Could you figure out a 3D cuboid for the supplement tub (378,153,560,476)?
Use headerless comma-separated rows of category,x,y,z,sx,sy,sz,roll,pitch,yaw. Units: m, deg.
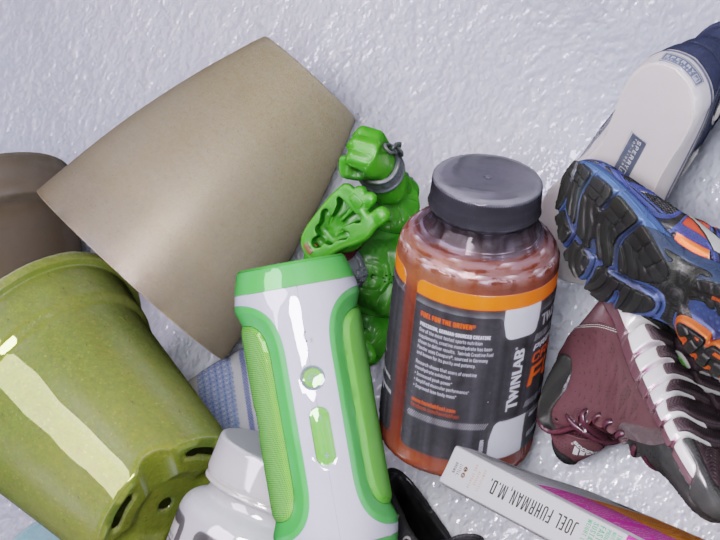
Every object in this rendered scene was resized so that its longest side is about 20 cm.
supplement tub,0.071,0.028,1.528,0.107,0.107,0.200,40,134,44

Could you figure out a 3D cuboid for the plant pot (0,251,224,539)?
plant pot,-0.191,0.120,1.718,0.184,0.200,0.200,41,103,33

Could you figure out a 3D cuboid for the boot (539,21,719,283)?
boot,0.191,-0.075,1.549,0.073,0.090,0.200,45,135,13

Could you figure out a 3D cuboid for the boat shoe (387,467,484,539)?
boat shoe,0.058,0.199,1.565,0.066,0.070,0.200,-58,38,11

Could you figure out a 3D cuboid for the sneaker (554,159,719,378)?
sneaker,0.202,-0.002,1.476,0.200,0.078,0.075,43,130,24

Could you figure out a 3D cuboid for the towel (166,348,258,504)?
towel,-0.075,0.123,1.743,0.200,0.024,0.147,-31,55,30

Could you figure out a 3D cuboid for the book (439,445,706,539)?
book,0.160,0.165,1.430,0.200,0.134,0.048,25,91,46

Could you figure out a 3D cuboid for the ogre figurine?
ogre figurine,0.000,0.000,1.639,0.098,0.120,0.200,-4,94,21

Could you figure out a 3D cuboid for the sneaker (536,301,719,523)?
sneaker,0.174,0.105,1.493,0.116,0.076,0.200,-47,38,26

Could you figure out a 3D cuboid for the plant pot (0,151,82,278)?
plant pot,-0.297,0.027,1.890,0.200,0.200,0.174,-31,73,31

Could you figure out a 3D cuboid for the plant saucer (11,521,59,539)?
plant saucer,-0.227,0.287,1.810,0.201,0.039,0.201,-17,64,37

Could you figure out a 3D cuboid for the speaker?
speaker,-0.029,0.093,1.544,0.088,0.088,0.200,-10,90,40

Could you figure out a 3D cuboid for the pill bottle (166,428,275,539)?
pill bottle,-0.087,0.218,1.642,0.114,0.114,0.200,29,100,45

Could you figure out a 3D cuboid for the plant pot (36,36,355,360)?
plant pot,-0.103,-0.069,1.753,0.200,0.187,0.187,-47,47,0
